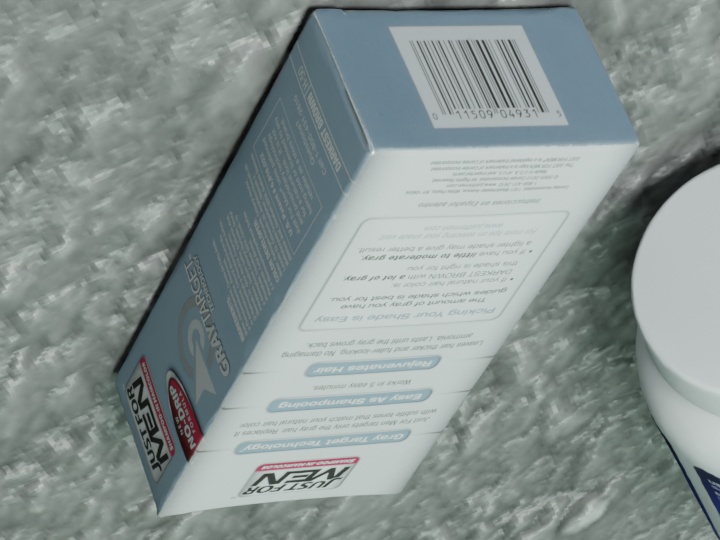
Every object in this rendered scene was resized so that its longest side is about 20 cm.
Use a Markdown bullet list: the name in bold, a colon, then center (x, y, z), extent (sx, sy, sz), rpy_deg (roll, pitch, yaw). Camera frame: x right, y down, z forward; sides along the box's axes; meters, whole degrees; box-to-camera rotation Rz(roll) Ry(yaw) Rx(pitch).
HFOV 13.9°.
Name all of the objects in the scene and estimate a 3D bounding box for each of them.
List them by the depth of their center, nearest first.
- **hair color box**: center (0.000, 0.000, 0.973), extent (0.099, 0.061, 0.200), rpy_deg (-3, 144, -29)
- **pill bottle**: center (0.166, 0.042, 1.092), extent (0.116, 0.116, 0.200), rpy_deg (-25, 150, 6)
